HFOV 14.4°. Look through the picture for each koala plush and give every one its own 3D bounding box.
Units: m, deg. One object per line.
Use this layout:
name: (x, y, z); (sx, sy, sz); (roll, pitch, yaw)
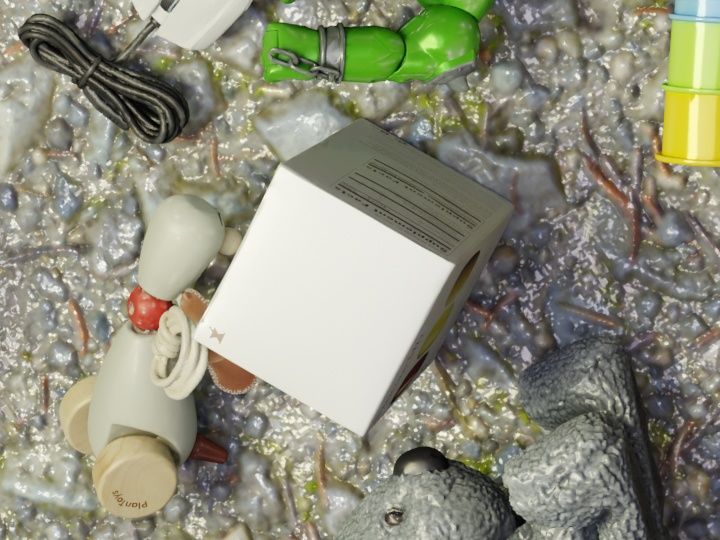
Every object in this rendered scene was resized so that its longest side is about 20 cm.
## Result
koala plush: (0.073, 0.161, 1.623); (0.199, 0.177, 0.185); (-13, 107, 10)

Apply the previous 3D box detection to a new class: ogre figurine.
ogre figurine: (0.028, -0.186, 1.600); (0.119, 0.201, 0.098); (20, 148, -7)

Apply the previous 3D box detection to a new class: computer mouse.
computer mouse: (-0.100, -0.170, 1.653); (0.110, 0.044, 0.200); (42, 106, 2)

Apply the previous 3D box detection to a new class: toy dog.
toy dog: (-0.102, 0.056, 1.671); (0.096, 0.132, 0.200); (6, 141, -28)

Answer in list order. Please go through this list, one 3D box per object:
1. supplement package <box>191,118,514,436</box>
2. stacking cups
supplement package: (0.000, 0.000, 1.589); (0.109, 0.200, 0.114); (29, 105, 6)
stacking cups: (0.194, -0.160, 1.592); (0.060, 0.060, 0.201); (1, 99, 12)
